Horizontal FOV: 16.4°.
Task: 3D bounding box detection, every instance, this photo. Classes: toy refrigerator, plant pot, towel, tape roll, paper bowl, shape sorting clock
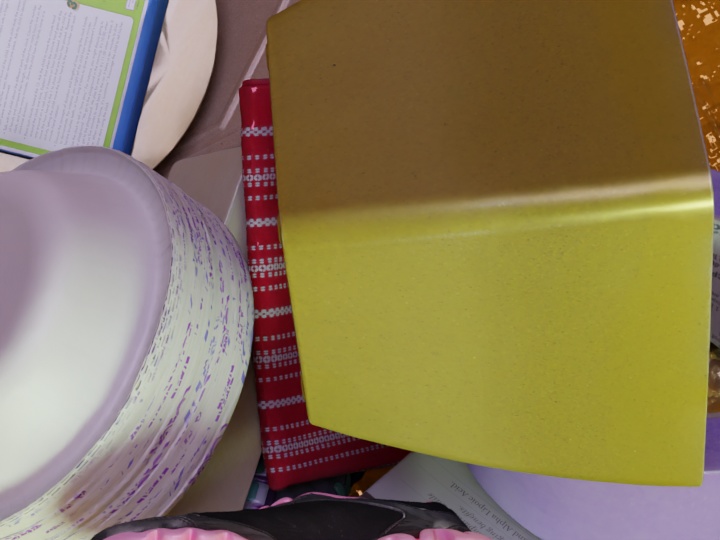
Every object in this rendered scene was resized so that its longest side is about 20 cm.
[{"bbox_3d":[-0.079,0.046,1.235,0.070,0.076,0.201,30,68,-30],"label":"toy refrigerator"},{"bbox_3d":[0.052,-0.030,1.106,0.175,0.201,0.201,-7,48,0],"label":"plant pot"},{"bbox_3d":[0.000,0.000,1.242,0.022,0.144,0.202,-1,94,45],"label":"towel"},{"bbox_3d":[0.146,0.045,1.227,0.198,0.085,0.201,4,48,-4],"label":"tape roll"},{"bbox_3d":[-0.156,0.034,1.175,0.200,0.104,0.202,-23,51,32],"label":"paper bowl"},{"bbox_3d":[-0.174,-0.128,1.314,0.198,0.039,0.202,0,88,-5],"label":"shape sorting clock"}]

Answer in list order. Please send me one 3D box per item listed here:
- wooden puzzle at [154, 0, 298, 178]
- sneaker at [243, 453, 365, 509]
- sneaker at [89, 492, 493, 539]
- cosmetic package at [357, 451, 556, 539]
[{"bbox_3d":[-0.089,-0.141,1.357,0.199,0.037,0.186,-27,64,26],"label":"wooden puzzle"},{"bbox_3d":[-0.020,0.102,1.267,0.087,0.075,0.202,3,67,2],"label":"sneaker"},{"bbox_3d":[-0.033,0.133,1.120,0.198,0.080,0.095,3,23,-15],"label":"sneaker"},{"bbox_3d":[0.009,0.181,1.181,0.113,0.081,0.200,35,44,17],"label":"cosmetic package"}]
